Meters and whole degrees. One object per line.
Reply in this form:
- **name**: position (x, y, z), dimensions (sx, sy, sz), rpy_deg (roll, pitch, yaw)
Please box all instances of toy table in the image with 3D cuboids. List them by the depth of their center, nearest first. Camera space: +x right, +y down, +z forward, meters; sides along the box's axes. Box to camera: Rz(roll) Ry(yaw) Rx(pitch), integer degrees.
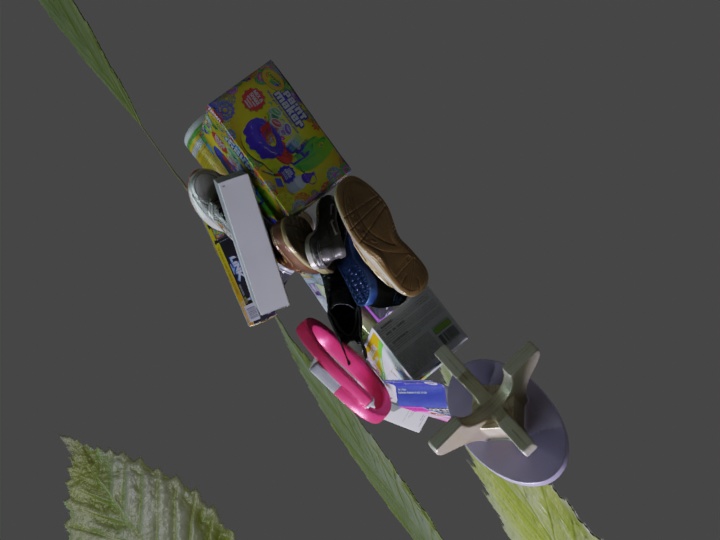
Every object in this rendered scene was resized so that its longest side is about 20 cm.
- **toy table**: position (0.178, 0.182, 1.260), dimensions (0.199, 0.185, 0.117), rpy_deg (33, 174, 34)

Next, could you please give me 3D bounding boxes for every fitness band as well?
- **fitness band**: position (-0.025, 0.155, 1.520), dimensions (0.200, 0.037, 0.144), rpy_deg (45, -167, -10)

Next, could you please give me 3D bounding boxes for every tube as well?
- **tube**: position (-0.003, 0.090, 1.739), dimensions (0.058, 0.052, 0.200), rpy_deg (-28, 120, 32)

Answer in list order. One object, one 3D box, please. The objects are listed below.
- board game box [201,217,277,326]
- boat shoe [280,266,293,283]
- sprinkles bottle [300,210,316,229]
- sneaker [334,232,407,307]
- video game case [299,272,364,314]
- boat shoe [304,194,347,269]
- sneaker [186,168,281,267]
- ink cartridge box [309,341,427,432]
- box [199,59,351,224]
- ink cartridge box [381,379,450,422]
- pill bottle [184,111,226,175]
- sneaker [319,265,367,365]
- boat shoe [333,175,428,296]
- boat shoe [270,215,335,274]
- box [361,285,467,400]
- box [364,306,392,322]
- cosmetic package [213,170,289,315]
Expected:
- **board game box**: position (-0.210, -0.018, 1.663), dimensions (0.165, 0.056, 0.202), rpy_deg (-132, 19, -77)
- **boat shoe**: position (-0.154, -0.016, 1.724), dimensions (0.069, 0.067, 0.200), rpy_deg (26, -170, -21)
- **sprinkles bottle**: position (-0.135, -0.073, 1.670), dimensions (0.068, 0.068, 0.200), rpy_deg (51, -166, 10)
- **sneaker**: position (0.010, -0.019, 1.507), dimensions (0.070, 0.077, 0.201), rpy_deg (-57, 40, 37)
- **video game case**: position (-0.052, 0.030, 1.865), dimensions (0.182, 0.045, 0.200), rpy_deg (55, 166, -11)
- **boat shoe**: position (-0.037, -0.060, 1.431), dimensions (0.201, 0.056, 0.067), rpy_deg (-77, -29, -63)
- **sneaker**: position (-0.185, -0.083, 1.497), dimensions (0.200, 0.078, 0.082), rpy_deg (45, 163, -8)
- **ink cartridge box**: position (0.024, 0.207, 1.791), dimensions (0.199, 0.085, 0.145), rpy_deg (27, -175, -36)
- **box**: position (-0.135, -0.182, 1.478), dimensions (0.201, 0.122, 0.193), rpy_deg (53, 165, -3)
- **ink cartridge box**: position (0.127, 0.198, 1.443), dimensions (0.094, 0.038, 0.199), rpy_deg (-6, 157, 41)
- **pill bottle**: position (-0.219, -0.190, 1.748), dimensions (0.201, 0.111, 0.111), rpy_deg (52, 166, 8)
- **sneaker**: position (-0.026, 0.047, 1.522), dimensions (0.104, 0.059, 0.202), rpy_deg (108, 150, -86)
- **boat shoe**: position (0.018, -0.045, 1.399), dimensions (0.201, 0.074, 0.069), rpy_deg (57, 160, -14)
- **boat shoe**: position (-0.095, -0.028, 1.430), dimensions (0.200, 0.067, 0.073), rpy_deg (36, -137, -71)
- **box**: position (0.079, 0.118, 1.513), dimensions (0.102, 0.112, 0.200), rpy_deg (51, 167, 9)
- **box**: position (0.000, 0.000, 1.649), dimensions (0.143, 0.036, 0.200), rpy_deg (48, 166, 19)
- **cosmetic package**: position (-0.159, -0.043, 1.418), dimensions (0.083, 0.050, 0.202), rpy_deg (-139, 32, -74)
